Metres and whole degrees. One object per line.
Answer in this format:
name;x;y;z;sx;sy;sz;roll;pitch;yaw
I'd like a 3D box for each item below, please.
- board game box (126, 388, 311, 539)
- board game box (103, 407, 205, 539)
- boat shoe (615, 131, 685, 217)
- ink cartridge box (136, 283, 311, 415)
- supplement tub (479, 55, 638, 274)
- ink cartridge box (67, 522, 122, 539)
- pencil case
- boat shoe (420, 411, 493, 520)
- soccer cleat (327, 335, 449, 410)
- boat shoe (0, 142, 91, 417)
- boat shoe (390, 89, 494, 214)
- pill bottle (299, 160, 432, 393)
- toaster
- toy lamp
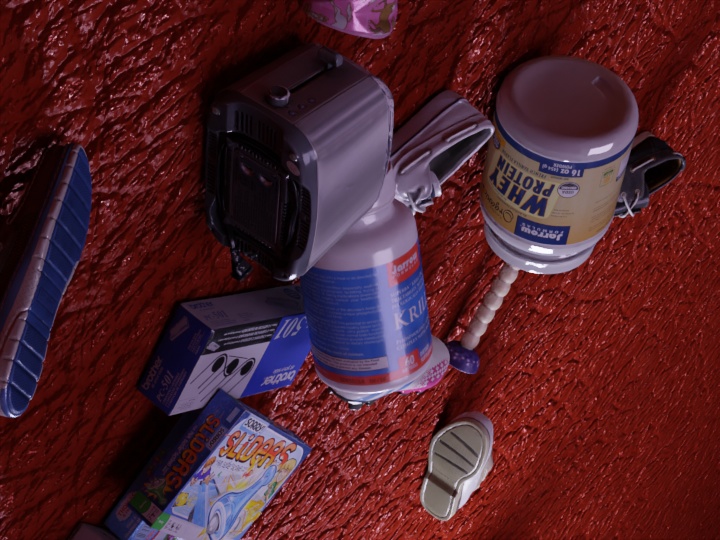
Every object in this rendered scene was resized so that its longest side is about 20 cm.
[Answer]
board game box;-0.127;0.191;1.711;0.135;0.034;0.200;-52;158;-2
board game box;-0.152;0.205;1.780;0.151;0.037;0.200;-54;157;-1
boat shoe;0.319;-0.098;2.239;0.200;0.068;0.072;-38;154;-32
ink cartridge box;-0.111;0.069;1.662;0.200;0.044;0.094;-9;132;-60
supplement tub;0.200;-0.106;1.895;0.144;0.144;0.200;-39;152;-33
ink cartridge box;-0.191;0.319;1.718;0.083;0.146;0.200;-55;157;-2
pencil case;0.016;-0.275;1.392;0.083;0.087;0.200;-79;-170;-61
boat shoe;0.130;0.235;2.332;0.068;0.075;0.200;-40;162;-37
soccer cleat;0.044;0.089;1.955;0.200;0.070;0.086;-19;139;-54
boat shoe;-0.242;-0.002;1.264;0.072;0.072;0.200;75;29;-65
boat shoe;0.047;-0.088;1.723;0.200;0.065;0.074;-47;157;-16
pill bottle;0.000;0.000;1.644;0.112;0.112;0.200;-35;128;-38
toaster;-0.048;-0.086;1.484;0.129;0.114;0.200;-40;151;-35
toy lamp;0.156;0.022;2.104;0.058;0.058;0.200;-5;128;-61
